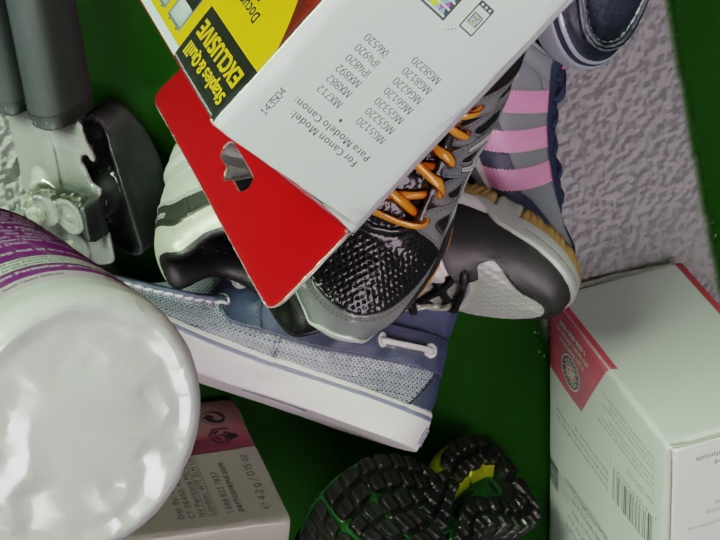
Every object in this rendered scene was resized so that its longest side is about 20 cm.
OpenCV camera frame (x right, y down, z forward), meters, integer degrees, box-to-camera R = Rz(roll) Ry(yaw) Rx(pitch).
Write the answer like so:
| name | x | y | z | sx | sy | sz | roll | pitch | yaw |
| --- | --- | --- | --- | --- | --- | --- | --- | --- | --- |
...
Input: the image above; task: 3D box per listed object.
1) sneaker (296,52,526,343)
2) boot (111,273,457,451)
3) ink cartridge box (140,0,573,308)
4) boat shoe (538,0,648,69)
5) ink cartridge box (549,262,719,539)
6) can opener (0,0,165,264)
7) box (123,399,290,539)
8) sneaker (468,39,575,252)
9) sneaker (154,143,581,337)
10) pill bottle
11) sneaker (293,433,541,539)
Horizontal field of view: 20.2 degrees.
| name | x | y | z | sx | sy | sz | roll | pitch | yaw |
| --- | --- | --- | --- | --- | --- | --- | --- | --- | --- |
| sneaker | 0.023 | -0.066 | 0.859 | 0.078 | 0.077 | 0.202 | 20 | 89 | -9 |
| boot | -0.048 | 0.015 | 0.983 | 0.198 | 0.073 | 0.091 | 21 | 81 | -20 |
| ink cartridge box | -0.030 | -0.111 | 0.818 | 0.176 | 0.200 | 0.084 | -47 | 124 | 9 |
| boat shoe | 0.130 | -0.180 | 0.881 | 0.070 | 0.091 | 0.202 | -7 | 112 | -39 |
| ink cartridge box | 0.163 | 0.122 | 1.072 | 0.082 | 0.147 | 0.202 | -14 | 125 | -15 |
| can opener | -0.136 | -0.090 | 0.892 | 0.066 | 0.052 | 0.201 | -43 | 137 | -37 |
| box | -0.145 | 0.153 | 0.991 | 0.198 | 0.109 | 0.129 | -5 | 122 | -18 |
| sneaker | 0.077 | -0.078 | 0.963 | 0.082 | 0.070 | 0.201 | -30 | 128 | 0 |
| sneaker | 0.000 | 0.000 | 0.926 | 0.198 | 0.088 | 0.076 | 16 | 146 | 3 |
| pill bottle | -0.154 | 0.036 | 0.851 | 0.111 | 0.200 | 0.113 | -9 | 110 | -27 |
| sneaker | 0.021 | 0.145 | 1.028 | 0.085 | 0.078 | 0.199 | -45 | 161 | 22 |
